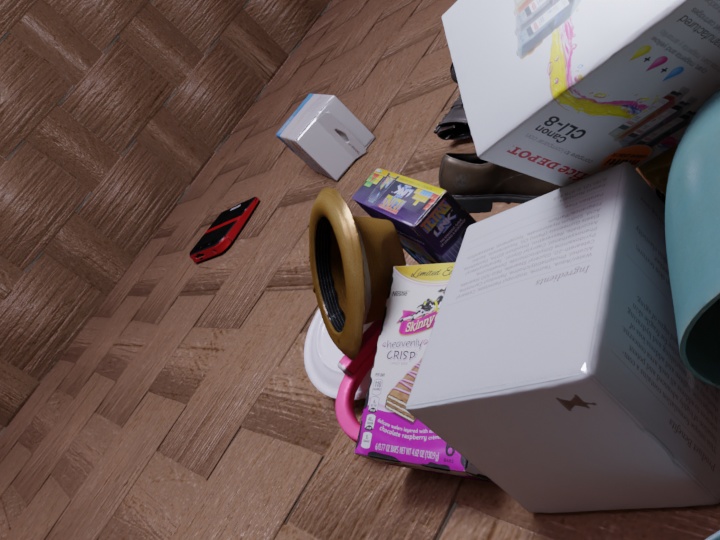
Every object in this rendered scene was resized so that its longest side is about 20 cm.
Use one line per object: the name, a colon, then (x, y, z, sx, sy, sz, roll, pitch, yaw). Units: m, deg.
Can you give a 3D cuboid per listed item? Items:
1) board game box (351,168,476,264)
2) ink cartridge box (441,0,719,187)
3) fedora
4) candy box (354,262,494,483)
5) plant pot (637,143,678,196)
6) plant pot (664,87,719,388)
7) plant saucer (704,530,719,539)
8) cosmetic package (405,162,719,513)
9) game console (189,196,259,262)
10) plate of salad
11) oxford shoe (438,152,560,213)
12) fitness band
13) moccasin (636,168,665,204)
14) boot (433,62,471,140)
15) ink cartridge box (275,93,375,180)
board game box: (0.091, -0.035, 0.856, 0.057, 0.165, 0.200, -49, 23, -2)
ink cartridge box: (0.186, -0.173, 0.539, 0.200, 0.145, 0.145, -34, 55, 44)
fedora: (0.000, 0.000, 0.825, 0.082, 0.201, 0.201, -11, 17, -17)
candy box: (0.080, 0.094, 0.716, 0.136, 0.061, 0.200, -4, 66, 43)
plant pot: (0.327, -0.150, 0.615, 0.194, 0.195, 0.200, -15, 52, 51)
plant pot: (0.284, -0.036, 0.449, 0.201, 0.201, 0.161, -29, 46, 36)
plant saucer: (0.242, 0.223, 0.378, 0.200, 0.036, 0.200, -38, 25, 22)
cosmetic package: (0.171, 0.059, 0.578, 0.166, 0.167, 0.200, -21, 35, 45)
game console: (-0.350, -0.102, 1.870, 0.200, 0.031, 0.177, -14, 37, 51)
plate of salad: (0.015, 0.079, 0.939, 0.200, 0.048, 0.200, -22, 45, 24)
oxford shoe: (0.189, -0.118, 0.832, 0.200, 0.084, 0.073, -6, 22, 1)
fitness band: (0.051, 0.109, 0.821, 0.200, 0.037, 0.144, -48, 40, -3)
moccasin: (0.293, -0.113, 0.750, 0.078, 0.074, 0.201, -15, 43, 44)
boot: (0.175, -0.289, 1.209, 0.174, 0.069, 0.200, -53, 27, -12)
ink cartridge box: (-0.075, -0.285, 1.549, 0.125, 0.129, 0.200, -50, 23, -2)
